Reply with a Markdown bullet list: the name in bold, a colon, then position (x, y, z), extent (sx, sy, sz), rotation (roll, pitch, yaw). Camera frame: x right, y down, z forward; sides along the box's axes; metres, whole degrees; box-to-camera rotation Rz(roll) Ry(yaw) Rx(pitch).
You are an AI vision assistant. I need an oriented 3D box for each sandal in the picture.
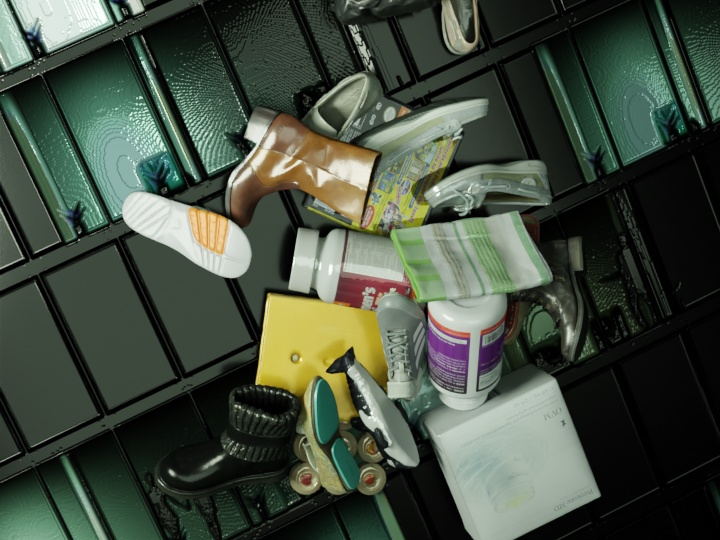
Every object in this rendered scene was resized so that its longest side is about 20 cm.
- **sandal**: position (-0.241, -0.061, 1.705), extent (0.205, 0.059, 0.080), rotation (26, 101, 9)

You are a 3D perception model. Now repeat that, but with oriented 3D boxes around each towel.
- **towel**: position (0.155, -0.022, 1.668), extent (0.198, 0.150, 0.031), rotation (-8, 133, -15)

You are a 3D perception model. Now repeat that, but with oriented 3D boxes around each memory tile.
- **memory tile**: position (-0.027, 0.242, 1.795), extent (0.151, 0.017, 0.203), rotation (3, 95, -11)

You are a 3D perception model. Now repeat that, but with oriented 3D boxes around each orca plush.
- **orca plush**: position (0.006, 0.214, 1.727), extent (0.071, 0.106, 0.200), rotation (-27, 117, 26)

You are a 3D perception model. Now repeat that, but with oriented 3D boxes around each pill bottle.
- **pill bottle**: position (0.000, 0.000, 1.721), extent (0.197, 0.110, 0.111), rotation (10, 95, -3)
- **pill bottle**: position (0.151, 0.105, 1.704), extent (0.111, 0.113, 0.201), rotation (-9, 133, -9)

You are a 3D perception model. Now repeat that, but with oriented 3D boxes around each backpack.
- **backpack**: position (0.023, -0.461, 1.664), extent (0.165, 0.127, 0.203), rotation (-9, 91, 4)

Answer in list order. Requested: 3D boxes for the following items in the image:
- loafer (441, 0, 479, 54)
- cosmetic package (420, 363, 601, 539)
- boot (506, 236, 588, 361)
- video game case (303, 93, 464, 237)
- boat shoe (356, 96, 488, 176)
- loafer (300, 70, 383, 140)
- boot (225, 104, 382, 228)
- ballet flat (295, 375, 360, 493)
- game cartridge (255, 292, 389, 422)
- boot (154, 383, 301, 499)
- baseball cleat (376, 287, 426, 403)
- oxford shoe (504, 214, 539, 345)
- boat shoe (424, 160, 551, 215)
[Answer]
- **loafer**: position (0.142, -0.418, 1.728), extent (0.071, 0.063, 0.202), rotation (-13, 99, -9)
- **cosmetic package**: position (0.226, 0.281, 1.792), extent (0.198, 0.123, 0.202), rotation (-24, 101, -6)
- **boot**: position (0.241, 0.036, 1.724), extent (0.172, 0.069, 0.202), rotation (-3, 71, 16)
- **video game case**: position (0.035, -0.150, 1.758), extent (0.179, 0.025, 0.202), rotation (23, 91, -12)
- **boat shoe**: position (0.095, -0.199, 1.718), extent (0.200, 0.074, 0.065), rotation (-22, 104, -4)
- **loafer**: position (-0.053, -0.210, 1.698), extent (0.200, 0.070, 0.070), rotation (-46, 76, 9)
- **boot**: position (-0.081, -0.115, 1.675), extent (0.198, 0.068, 0.190), rotation (24, 103, 11)
- **ballet flat**: position (-0.059, 0.242, 1.731), extent (0.070, 0.071, 0.202), rotation (-23, 117, -7)
- **game cartridge**: position (-0.051, 0.132, 1.758), extent (0.198, 0.032, 0.179), rotation (7, 95, -13)
- **boot**: position (-0.191, 0.241, 1.697), extent (0.209, 0.080, 0.159), rotation (-9, 138, -17)
- **baseball cleat**: position (0.063, 0.119, 1.687), extent (0.069, 0.201, 0.107), rotation (-3, 53, 14)
- **oxford shoe**: position (0.231, 0.015, 1.801), extent (0.070, 0.075, 0.202), rotation (14, 80, 27)
- **boat shoe**: position (0.190, -0.116, 1.742), extent (0.200, 0.074, 0.065), rotation (-9, 77, -26)
